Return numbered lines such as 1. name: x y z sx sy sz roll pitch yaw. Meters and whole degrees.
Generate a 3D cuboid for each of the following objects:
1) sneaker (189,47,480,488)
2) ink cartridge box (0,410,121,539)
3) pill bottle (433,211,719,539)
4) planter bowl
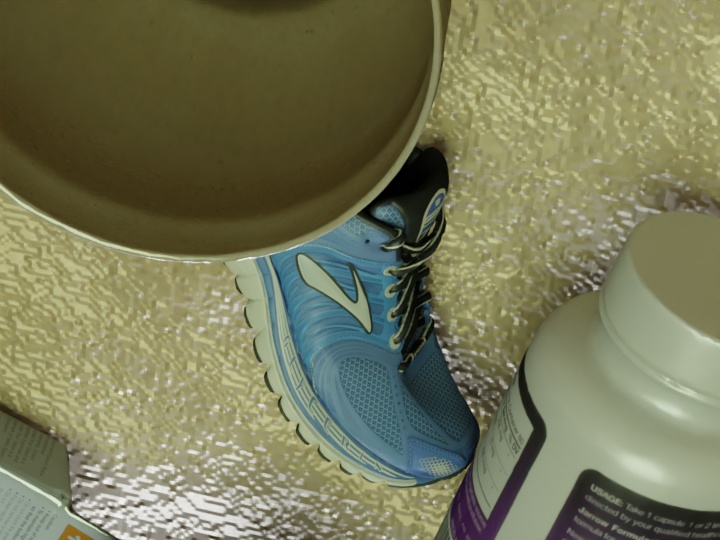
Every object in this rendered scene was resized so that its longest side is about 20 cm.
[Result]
1. sneaker: 0.000 0.000 1.117 0.089 0.079 0.201 -17 117 27
2. ink cartridge box: -0.213 0.130 1.284 0.199 0.041 0.200 30 126 -8
3. pill bottle: 0.104 0.079 1.121 0.111 0.112 0.201 23 125 -2
4. planter bowl: -0.054 -0.122 1.012 0.199 0.135 0.201 7 123 11
